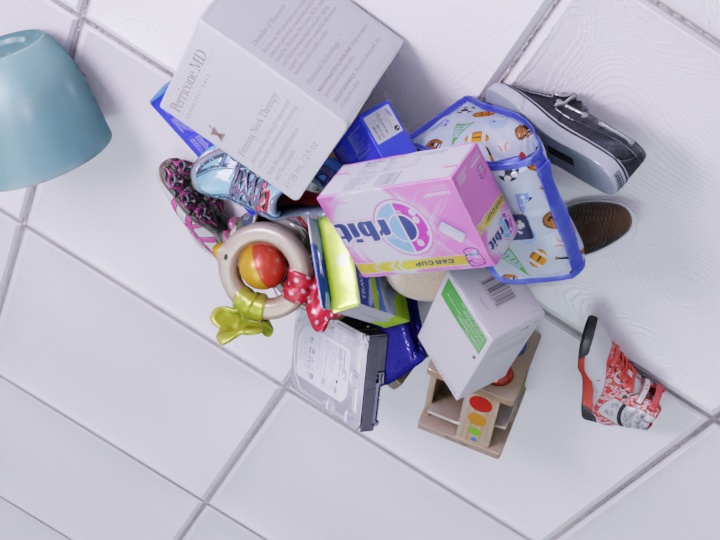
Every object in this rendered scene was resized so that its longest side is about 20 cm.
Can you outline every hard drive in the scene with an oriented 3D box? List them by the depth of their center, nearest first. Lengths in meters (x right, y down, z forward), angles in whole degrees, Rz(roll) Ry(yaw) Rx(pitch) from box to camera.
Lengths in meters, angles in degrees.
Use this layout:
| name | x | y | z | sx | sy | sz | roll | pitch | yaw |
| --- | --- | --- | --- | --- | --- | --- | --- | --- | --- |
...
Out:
| name | x | y | z | sx | sy | sz | roll | pitch | yaw |
| --- | --- | --- | --- | --- | --- | --- | --- | --- | --- |
| hard drive | -0.035 | 0.130 | 1.843 | 0.199 | 0.037 | 0.141 | 26 | 114 | 53 |

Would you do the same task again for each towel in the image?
| name | x | y | z | sx | sy | sz | roll | pitch | yaw |
| --- | --- | --- | --- | --- | --- | --- | --- | --- | --- |
| towel | 0.024 | 0.092 | 1.828 | 0.049 | 0.149 | 0.200 | -3 | 159 | -32 |

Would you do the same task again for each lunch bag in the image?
| name | x | y | z | sx | sy | sz | roll | pitch | yaw |
| --- | --- | --- | --- | --- | --- | --- | --- | --- | --- |
| lunch bag | 0.159 | -0.084 | 1.466 | 0.199 | 0.123 | 0.171 | 29 | 151 | 53 |

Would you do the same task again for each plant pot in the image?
| name | x | y | z | sx | sy | sz | roll | pitch | yaw |
| --- | --- | --- | --- | --- | --- | --- | --- | --- | --- |
| plant pot | -0.450 | -0.222 | 1.727 | 0.199 | 0.201 | 0.162 | 1 | 121 | 31 |

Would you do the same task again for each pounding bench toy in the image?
| name | x | y | z | sx | sy | sz | roll | pitch | yaw |
| --- | --- | --- | --- | --- | --- | --- | --- | --- | --- |
| pounding bench toy | 0.129 | 0.135 | 1.798 | 0.198 | 0.125 | 0.157 | 20 | 141 | 12 |

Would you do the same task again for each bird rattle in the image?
| name | x | y | z | sx | sy | sz | roll | pitch | yaw |
| --- | --- | --- | --- | --- | --- | --- | --- | --- | --- |
| bird rattle | -0.114 | 0.017 | 1.705 | 0.198 | 0.113 | 0.164 | -18 | 103 | 30 |

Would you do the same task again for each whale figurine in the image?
| name | x | y | z | sx | sy | sz | roll | pitch | yaw |
| --- | --- | --- | --- | --- | --- | --- | --- | --- | --- |
| whale figurine | 0.098 | -0.060 | 1.642 | 0.157 | 0.104 | 0.202 | 9 | 122 | -16 |

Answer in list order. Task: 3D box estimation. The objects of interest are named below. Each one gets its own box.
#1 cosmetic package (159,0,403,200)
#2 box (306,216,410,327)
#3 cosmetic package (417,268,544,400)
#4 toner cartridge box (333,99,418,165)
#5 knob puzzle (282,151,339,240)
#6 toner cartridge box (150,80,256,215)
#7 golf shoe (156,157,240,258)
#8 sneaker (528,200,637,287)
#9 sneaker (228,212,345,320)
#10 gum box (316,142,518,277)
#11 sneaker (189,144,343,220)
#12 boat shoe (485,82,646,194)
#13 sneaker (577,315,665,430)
| name | x | y | z | sx | sy | sz | roll | pitch | yaw |
| --- | --- | --- | --- | --- | --- | --- | --- | --- | --- |
| cosmetic package | -0.092 | -0.228 | 1.507 | 0.199 | 0.167 | 0.168 | 34 | 142 | -4 |
| box | 0.000 | 0.000 | 1.658 | 0.047 | 0.123 | 0.200 | -15 | 166 | 20 |
| cosmetic package | 0.147 | 0.068 | 1.618 | 0.108 | 0.084 | 0.201 | 57 | 158 | 19 |
| toner cartridge box | 0.020 | -0.131 | 1.546 | 0.096 | 0.043 | 0.200 | 62 | 169 | 0 |
| knob puzzle | -0.061 | -0.115 | 1.720 | 0.217 | 0.031 | 0.221 | 18 | 140 | 16 |
| toner cartridge box | -0.167 | -0.169 | 1.659 | 0.095 | 0.043 | 0.200 | -23 | 115 | 43 |
| golf shoe | -0.225 | -0.072 | 1.837 | 0.092 | 0.073 | 0.200 | -16 | 123 | 44 |
| sneaker | 0.261 | -0.029 | 1.599 | 0.199 | 0.074 | 0.084 | -20 | 152 | 37 |
| sneaker | -0.085 | -0.013 | 1.767 | 0.199 | 0.067 | 0.090 | 36 | 147 | -3 |
| gum box | 0.056 | -0.061 | 1.410 | 0.199 | 0.066 | 0.114 | -5 | 125 | 41 |
| sneaker | -0.113 | -0.107 | 1.580 | 0.197 | 0.096 | 0.080 | 4 | 118 | 4 |
| boat shoe | 0.229 | -0.163 | 1.454 | 0.199 | 0.068 | 0.074 | 36 | 162 | 34 |
| sneaker | 0.346 | 0.137 | 1.713 | 0.107 | 0.068 | 0.202 | 11 | 141 | 21 |
